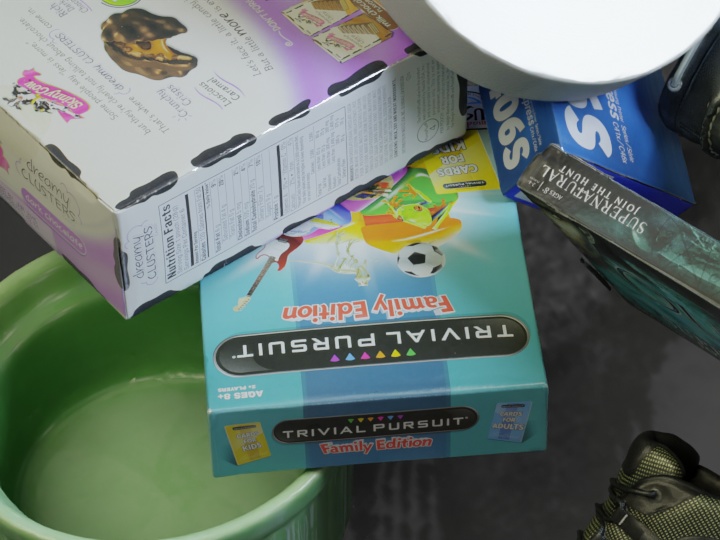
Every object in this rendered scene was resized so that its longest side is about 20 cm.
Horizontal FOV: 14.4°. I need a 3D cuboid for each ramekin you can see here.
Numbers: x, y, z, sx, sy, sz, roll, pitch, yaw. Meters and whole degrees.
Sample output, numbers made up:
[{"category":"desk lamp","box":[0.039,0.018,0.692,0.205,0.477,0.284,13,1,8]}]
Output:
[{"category":"ramekin","box":[-0.095,0.083,1.345,0.200,0.098,0.200,-2,47,2]}]

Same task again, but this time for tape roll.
[{"category":"tape roll","box":[0.087,-0.178,1.300,0.037,0.203,0.203,-26,44,64]}]

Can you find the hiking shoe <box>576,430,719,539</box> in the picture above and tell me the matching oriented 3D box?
[{"category":"hiking shoe","box":[0.122,0.123,1.241,0.200,0.076,0.101,-15,86,12]}]

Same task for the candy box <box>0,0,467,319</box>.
[{"category":"candy box","box":[-0.079,-0.089,1.324,0.200,0.072,0.168,-30,51,-25]}]

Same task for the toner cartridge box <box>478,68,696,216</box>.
[{"category":"toner cartridge box","box":[0.097,-0.116,1.377,0.043,0.095,0.200,-35,52,35]}]

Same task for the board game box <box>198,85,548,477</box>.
[{"category":"board game box","box":[0.000,0.000,1.316,0.151,0.047,0.200,-5,45,-3]}]

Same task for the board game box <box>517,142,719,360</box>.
[{"category":"board game box","box":[0.170,0.023,1.244,0.200,0.135,0.028,33,85,37]}]

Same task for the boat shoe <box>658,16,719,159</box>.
[{"category":"boat shoe","box":[0.211,-0.143,1.342,0.060,0.076,0.200,28,77,36]}]
